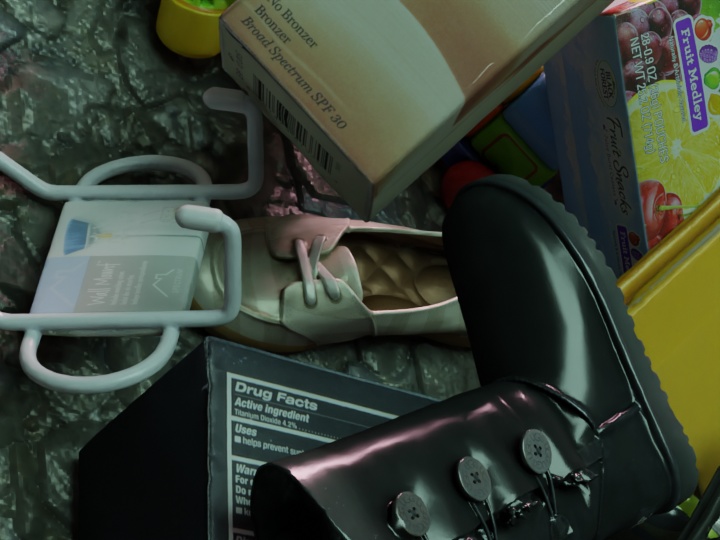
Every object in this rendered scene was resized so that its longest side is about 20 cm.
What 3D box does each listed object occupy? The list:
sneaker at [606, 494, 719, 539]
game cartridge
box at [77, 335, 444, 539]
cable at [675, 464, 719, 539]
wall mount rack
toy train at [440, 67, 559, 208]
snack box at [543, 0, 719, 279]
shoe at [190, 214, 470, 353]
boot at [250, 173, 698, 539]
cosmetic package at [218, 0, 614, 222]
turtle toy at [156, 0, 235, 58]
[{"bbox_3d":[0.158,0.184,1.052,0.081,0.074,0.200,-32,91,-26],"label":"sneaker"},{"bbox_3d":[0.211,0.046,1.085,0.176,0.032,0.200,-39,121,-23],"label":"game cartridge"},{"bbox_3d":[-0.006,0.159,0.904,0.199,0.123,0.199,17,54,-29],"label":"box"},{"bbox_3d":[0.145,0.151,1.018,0.201,0.097,0.050,-61,153,-10],"label":"cable"},{"bbox_3d":[-0.131,-0.029,0.936,0.173,0.075,0.200,0,29,2],"label":"wall mount rack"},{"bbox_3d":[0.048,-0.130,1.140,0.200,0.116,0.085,48,43,-4],"label":"toy train"},{"bbox_3d":[0.191,-0.079,1.102,0.200,0.068,0.169,-25,114,-31],"label":"snack box"},{"bbox_3d":[0.000,0.000,1.061,0.199,0.053,0.070,3,62,-38],"label":"shoe"},{"bbox_3d":[0.029,0.058,0.872,0.200,0.066,0.165,-24,77,-40],"label":"boot"},{"bbox_3d":[0.043,-0.129,0.967,0.200,0.087,0.103,-43,84,-9],"label":"cosmetic package"},{"bbox_3d":[-0.047,-0.178,1.083,0.199,0.146,0.101,20,32,0],"label":"turtle toy"}]
